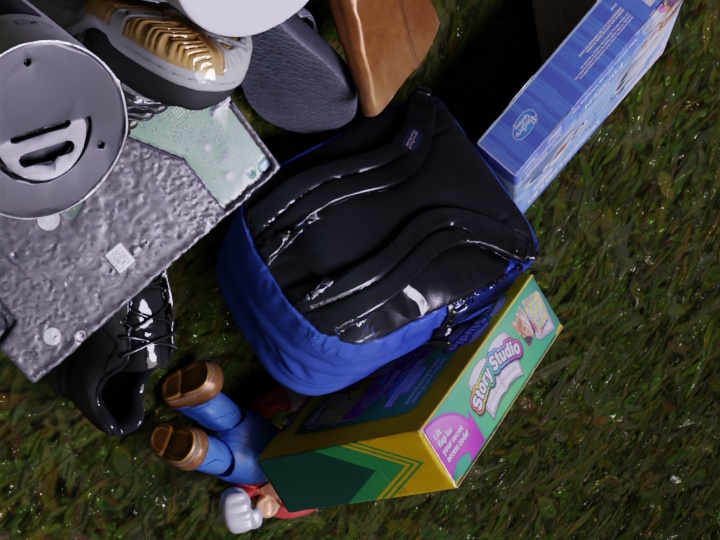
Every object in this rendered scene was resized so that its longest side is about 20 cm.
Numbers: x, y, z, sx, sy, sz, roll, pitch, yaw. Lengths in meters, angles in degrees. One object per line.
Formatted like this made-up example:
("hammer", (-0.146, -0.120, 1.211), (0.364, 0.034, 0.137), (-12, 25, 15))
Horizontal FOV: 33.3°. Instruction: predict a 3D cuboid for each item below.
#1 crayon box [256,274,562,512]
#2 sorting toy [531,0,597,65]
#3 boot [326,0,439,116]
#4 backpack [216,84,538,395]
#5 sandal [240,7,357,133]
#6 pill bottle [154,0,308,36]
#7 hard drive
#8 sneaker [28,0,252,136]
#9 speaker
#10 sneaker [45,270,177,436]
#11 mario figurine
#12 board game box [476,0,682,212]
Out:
("crayon box", (0.040, 0.094, 0.931), (0.059, 0.171, 0.200), (59, 43, -16))
("sorting toy", (0.197, -0.275, 0.953), (0.184, 0.036, 0.201), (-38, 145, -15))
("boot", (-0.026, -0.182, 0.729), (0.189, 0.068, 0.202), (-60, 144, -41))
("backpack", (0.000, 0.000, 0.864), (0.199, 0.163, 0.168), (-27, 161, -34))
("sandal", (-0.056, -0.152, 0.770), (0.200, 0.075, 0.043), (49, 42, -54))
("pill bottle", (-0.103, -0.199, 0.567), (0.113, 0.200, 0.115), (-30, 143, -25))
("hard drive", (-0.164, -0.052, 0.716), (0.200, 0.038, 0.140), (-42, 110, -10))
("sneaker", (-0.121, -0.095, 0.608), (0.075, 0.199, 0.089), (2, 106, -37))
("speaker", (-0.186, -0.100, 0.566), (0.080, 0.200, 0.082), (-20, 128, -28))
("sneaker", (-0.150, 0.018, 0.793), (0.075, 0.091, 0.202), (-9, 125, -38))
("mario figurine", (-0.071, 0.141, 0.961), (0.124, 0.106, 0.200), (-52, 141, 0))
("board game box", (0.173, -0.140, 0.956), (0.200, 0.043, 0.199), (-49, 170, -1))
